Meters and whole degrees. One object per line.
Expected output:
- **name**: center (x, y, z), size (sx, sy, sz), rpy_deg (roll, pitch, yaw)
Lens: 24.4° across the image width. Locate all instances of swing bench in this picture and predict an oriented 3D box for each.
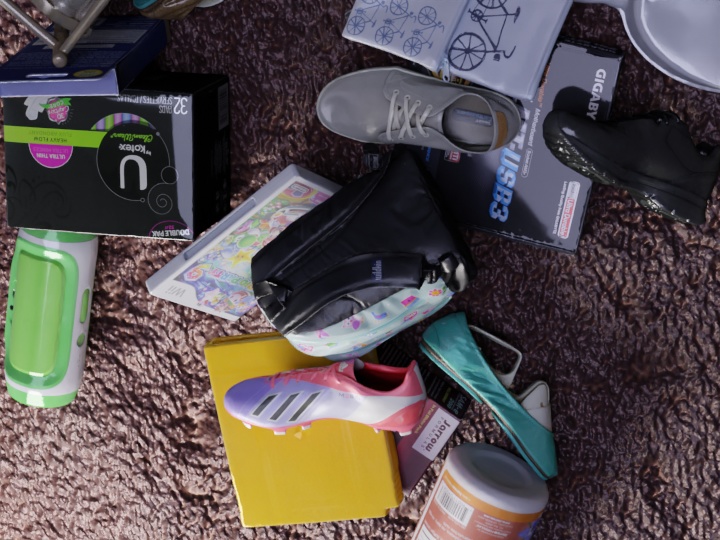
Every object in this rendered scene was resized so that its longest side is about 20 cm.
- **swing bench**: center (-0.249, -0.328, 1.572), size (0.130, 0.200, 0.199), rpy_deg (40, 112, -10)

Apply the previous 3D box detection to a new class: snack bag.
- **snack bag**: center (0.105, -0.267, 1.542), size (0.199, 0.021, 0.190), rpy_deg (24, 88, 14)

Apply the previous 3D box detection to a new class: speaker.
- **speaker**: center (-0.325, 0.037, 1.751), size (0.088, 0.088, 0.202), rpy_deg (13, 109, 10)

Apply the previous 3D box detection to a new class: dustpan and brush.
- **dustpan and brush**: center (0.269, -0.248, 1.541), size (0.198, 0.057, 0.141), rpy_deg (11, 97, 4)

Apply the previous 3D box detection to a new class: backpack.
- **backpack**: center (0.000, 0.000, 1.574), size (0.199, 0.127, 0.168), rpy_deg (-32, 54, 11)

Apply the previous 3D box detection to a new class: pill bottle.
- **pill bottle**: center (0.106, 0.286, 1.699), size (0.111, 0.112, 0.201), rpy_deg (24, 111, 6)

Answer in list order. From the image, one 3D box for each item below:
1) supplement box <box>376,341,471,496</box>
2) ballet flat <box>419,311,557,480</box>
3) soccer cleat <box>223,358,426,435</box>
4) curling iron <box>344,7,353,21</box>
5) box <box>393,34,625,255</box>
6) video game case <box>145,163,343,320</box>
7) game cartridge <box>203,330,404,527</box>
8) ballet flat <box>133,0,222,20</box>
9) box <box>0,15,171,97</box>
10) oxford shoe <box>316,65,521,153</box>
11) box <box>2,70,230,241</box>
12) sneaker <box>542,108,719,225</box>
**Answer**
- **supplement box**: center (0.001, 0.126, 1.707), size (0.199, 0.061, 0.109), rpy_deg (34, 111, 2)
- **ballet flat**: center (0.147, 0.119, 1.668), size (0.070, 0.067, 0.200), rpy_deg (-42, 95, 7)
- **soccer cleat**: center (-0.035, 0.114, 1.609), size (0.198, 0.067, 0.077), rpy_deg (3, 125, 8)
- **curling iron**: center (0.074, -0.275, 1.589), size (0.198, 0.026, 0.050), rpy_deg (-18, 94, 18)
- **box**: center (0.136, -0.135, 1.604), size (0.197, 0.050, 0.202), rpy_deg (16, 110, 11)
- **video game case**: center (-0.097, -0.024, 1.653), size (0.199, 0.143, 0.018), rpy_deg (-37, 61, 21)
- **game cartridge**: center (-0.055, 0.157, 1.684), size (0.175, 0.032, 0.202), rpy_deg (-6, 106, 16)
- **ballet flat**: center (-0.135, -0.293, 1.601), size (0.199, 0.072, 0.068), rpy_deg (-30, 58, 38)
- **box**: center (-0.269, -0.202, 1.603), size (0.120, 0.200, 0.033), rpy_deg (0, 114, 13)
- **oxford shoe**: center (0.051, -0.148, 1.568), size (0.198, 0.058, 0.076), rpy_deg (9, 111, 15)
- **box**: center (-0.241, -0.120, 1.663), size (0.198, 0.124, 0.150), rpy_deg (4, 105, 12)
- **sneaker**: center (0.252, -0.115, 1.544), size (0.199, 0.076, 0.091), rpy_deg (23, 93, -31)
